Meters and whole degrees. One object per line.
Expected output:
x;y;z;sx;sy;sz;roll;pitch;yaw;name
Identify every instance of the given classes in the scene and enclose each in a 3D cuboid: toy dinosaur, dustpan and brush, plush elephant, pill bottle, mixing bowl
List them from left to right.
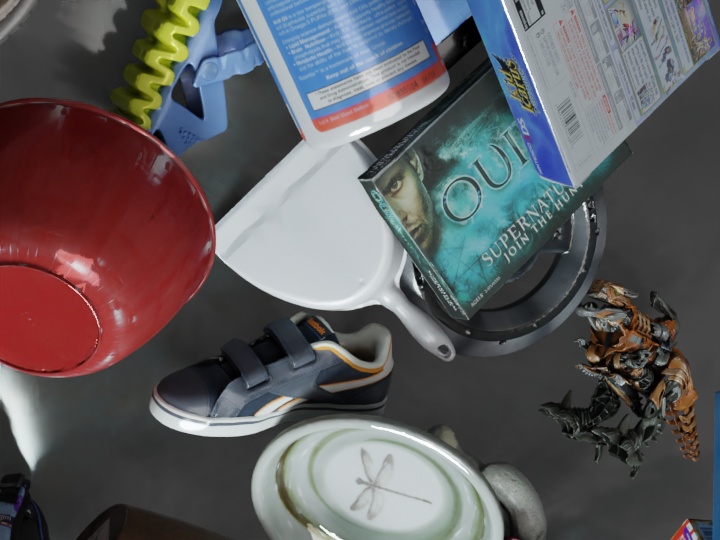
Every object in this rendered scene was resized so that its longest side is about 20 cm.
-0.205;-0.002;0.996;0.200;0.108;0.200;6;132;7;mixing bowl
-0.027;-0.193;1.013;0.112;0.112;0.200;-27;103;-8;pill bottle
0.000;0.000;1.139;0.140;0.057;0.200;-43;92;12;dustpan and brush
0.114;0.257;1.258;0.200;0.155;0.165;28;100;-29;plush elephant
0.240;0.098;1.281;0.200;0.102;0.136;43;75;-10;toy dinosaur

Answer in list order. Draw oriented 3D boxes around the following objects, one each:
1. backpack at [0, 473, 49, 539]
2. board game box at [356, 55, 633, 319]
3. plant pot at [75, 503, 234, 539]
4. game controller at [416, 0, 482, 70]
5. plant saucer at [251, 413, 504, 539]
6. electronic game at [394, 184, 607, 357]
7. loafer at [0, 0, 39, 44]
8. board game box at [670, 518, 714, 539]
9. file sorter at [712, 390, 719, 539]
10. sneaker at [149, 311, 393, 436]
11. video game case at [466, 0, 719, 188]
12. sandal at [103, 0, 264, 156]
-0.302;0.247;1.065;0.182;0.200;0.135;0;113;-22;backpack
0.105;-0.079;1.131;0.200;0.028;0.135;-44;112;-20;board game box
-0.138;0.277;1.172;0.200;0.187;0.187;41;94;-18;plant pot
0.066;-0.217;1.096;0.200;0.042;0.104;-42;121;0;game controller
0.016;0.175;1.171;0.200;0.050;0.200;9;130;11;plant saucer
0.108;-0.027;1.195;0.200;0.042;0.200;-6;107;-21;electronic game
-0.277;-0.162;0.965;0.200;0.073;0.071;-44;122;1;loafer
0.402;0.308;1.395;0.200;0.152;0.046;8;130;-24;board game box
0.391;0.207;1.303;0.123;0.200;0.139;-20;126;29;file sorter
-0.065;0.074;1.154;0.200;0.078;0.080;-3;119;-32;sneaker
0.170;-0.194;1.094;0.181;0.045;0.200;-42;127;-20;video game case
-0.129;-0.112;1.047;0.087;0.079;0.200;20;106;-31;sandal
